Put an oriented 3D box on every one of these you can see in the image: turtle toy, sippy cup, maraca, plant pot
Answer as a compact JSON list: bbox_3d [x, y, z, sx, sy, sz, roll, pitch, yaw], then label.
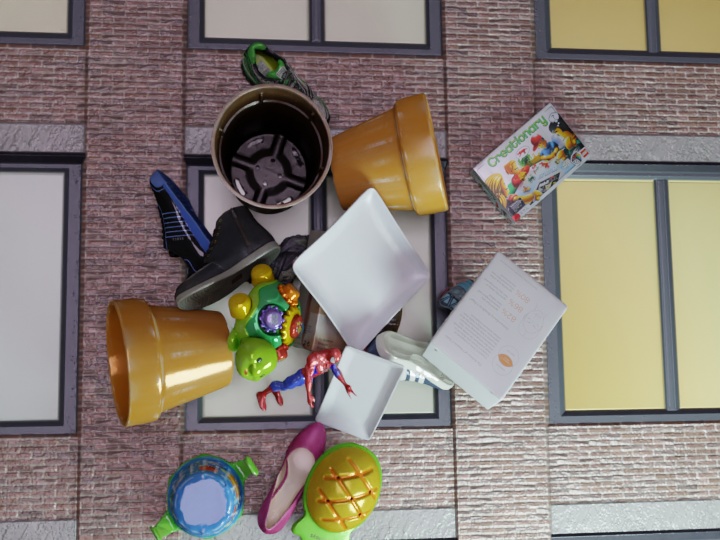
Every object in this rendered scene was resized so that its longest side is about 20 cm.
[{"bbox_3d":[-0.153,0.097,1.579,0.099,0.148,0.201,12,42,21],"label":"turtle toy"},{"bbox_3d":[-0.257,0.378,1.602,0.137,0.130,0.181,21,81,-4],"label":"sippy cup"},{"bbox_3d":[-0.039,0.389,1.642,0.135,0.107,0.203,25,89,-16],"label":"maraca"},{"bbox_3d":[-0.154,-0.189,1.650,0.196,0.198,0.205,1,83,-8],"label":"plant pot"},{"bbox_3d":[0.045,-0.185,1.682,0.179,0.200,0.205,-12,84,7],"label":"plant pot"},{"bbox_3d":[-0.312,0.142,1.604,0.180,0.200,0.205,-6,83,-24],"label":"plant pot"}]

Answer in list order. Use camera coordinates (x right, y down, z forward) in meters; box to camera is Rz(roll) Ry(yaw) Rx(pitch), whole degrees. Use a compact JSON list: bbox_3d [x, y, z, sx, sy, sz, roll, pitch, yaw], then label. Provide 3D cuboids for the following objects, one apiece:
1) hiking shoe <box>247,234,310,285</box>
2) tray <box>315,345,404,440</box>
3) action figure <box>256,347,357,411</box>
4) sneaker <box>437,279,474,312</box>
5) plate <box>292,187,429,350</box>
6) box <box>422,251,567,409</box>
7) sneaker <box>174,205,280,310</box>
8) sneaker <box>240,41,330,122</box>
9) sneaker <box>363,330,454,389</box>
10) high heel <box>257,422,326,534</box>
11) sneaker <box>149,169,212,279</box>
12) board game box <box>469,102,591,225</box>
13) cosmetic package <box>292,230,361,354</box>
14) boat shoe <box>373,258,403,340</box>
[{"bbox_3d":[-0.159,0.006,1.687,0.196,0.076,0.103,-17,82,-10],"label":"hiking shoe"},{"bbox_3d":[-0.002,0.205,1.648,0.105,0.202,0.022,19,40,-4],"label":"tray"},{"bbox_3d":[-0.085,0.199,1.612,0.065,0.200,0.100,-13,68,-48],"label":"action figure"},{"bbox_3d":[0.194,0.125,1.726,0.094,0.079,0.204,-19,76,-3],"label":"sneaker"},{"bbox_3d":[0.000,0.000,1.619,0.200,0.032,0.201,-44,115,-19],"label":"plate"},{"bbox_3d":[0.223,0.102,1.633,0.151,0.107,0.201,38,75,7],"label":"box"},{"bbox_3d":[-0.240,-0.020,1.611,0.198,0.075,0.107,-32,71,-24],"label":"sneaker"},{"bbox_3d":[-0.135,-0.322,1.725,0.199,0.085,0.078,41,80,-2],"label":"sneaker"},{"bbox_3d":[0.079,0.166,1.690,0.198,0.084,0.076,29,42,-35],"label":"sneaker"},{"bbox_3d":[-0.113,0.349,1.640,0.067,0.096,0.202,35,80,-1],"label":"high heel"},{"bbox_3d":[-0.319,-0.077,1.680,0.077,0.070,0.201,-37,78,7],"label":"sneaker"},{"bbox_3d":[0.314,-0.197,1.793,0.199,0.035,0.127,-40,89,-10],"label":"board game box"},{"bbox_3d":[-0.045,0.041,1.666,0.102,0.087,0.205,10,88,-32],"label":"cosmetic package"},{"bbox_3d":[0.038,0.044,1.713,0.072,0.066,0.205,10,94,-8],"label":"boat shoe"}]
